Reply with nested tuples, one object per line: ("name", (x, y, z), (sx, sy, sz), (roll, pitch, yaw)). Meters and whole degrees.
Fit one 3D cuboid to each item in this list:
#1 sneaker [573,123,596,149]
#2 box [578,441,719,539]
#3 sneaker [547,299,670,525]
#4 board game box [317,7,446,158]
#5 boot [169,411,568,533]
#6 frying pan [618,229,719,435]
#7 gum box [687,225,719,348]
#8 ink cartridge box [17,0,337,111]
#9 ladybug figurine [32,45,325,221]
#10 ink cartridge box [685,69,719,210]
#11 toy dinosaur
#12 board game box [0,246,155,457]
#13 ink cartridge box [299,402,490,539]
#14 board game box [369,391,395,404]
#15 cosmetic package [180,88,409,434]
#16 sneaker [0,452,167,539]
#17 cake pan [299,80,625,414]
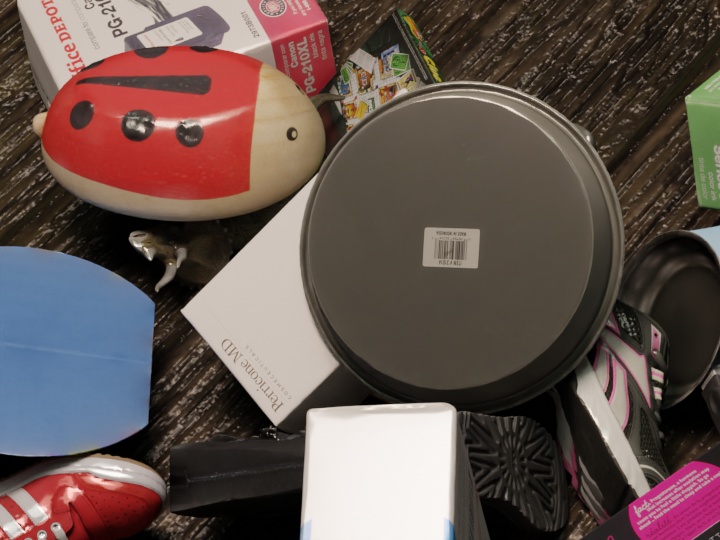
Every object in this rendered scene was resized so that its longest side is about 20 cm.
("sneaker", (0.115, -0.015, 1.524), (0.074, 0.085, 0.201), (4, 47, 14))
("box", (0.189, 0.203, 1.285), (0.199, 0.115, 0.132), (-32, 51, -19))
("sneaker", (0.158, 0.068, 1.416), (0.086, 0.080, 0.201), (-19, 70, -16))
("board game box", (0.028, -0.082, 1.606), (0.105, 0.023, 0.201), (-43, 44, 20))
("boot", (0.006, 0.128, 1.406), (0.199, 0.165, 0.066), (-12, 66, 29))
("frying pan", (0.213, 0.043, 1.431), (0.031, 0.116, 0.190), (14, 8, -32))
("gum box", (0.305, 0.044, 1.465), (0.168, 0.045, 0.201), (-10, 45, -1))
("ink cartridge box", (-0.134, -0.160, 1.702), (0.199, 0.085, 0.145), (-21, 47, -10))
("ladybug figurine", (-0.123, -0.099, 1.559), (0.198, 0.072, 0.137), (0, 50, 3))
("ink cartridge box", (0.334, -0.093, 1.511), (0.199, 0.088, 0.145), (8, 30, 36))
("toy dinosaur", (-0.083, -0.051, 1.613), (0.199, 0.077, 0.102), (-28, 61, -23))
("board game box", (-0.212, 0.062, 1.478), (0.156, 0.039, 0.201), (7, 38, -9))
("ink cartridge box", (0.023, 0.181, 1.257), (0.084, 0.200, 0.146), (-3, 59, 10))
("board game box", (0.046, -0.012, 1.506), (0.095, 0.030, 0.201), (23, 83, 28))
("cosmetic package", (0.000, 0.000, 1.459), (0.200, 0.085, 0.108), (-45, 68, 4))
("sneaker", (-0.213, 0.178, 1.402), (0.198, 0.072, 0.113), (-11, 41, 9))
("cake pan", (0.056, -0.015, 1.379), (0.198, 0.037, 0.202), (-1, 85, 13))
